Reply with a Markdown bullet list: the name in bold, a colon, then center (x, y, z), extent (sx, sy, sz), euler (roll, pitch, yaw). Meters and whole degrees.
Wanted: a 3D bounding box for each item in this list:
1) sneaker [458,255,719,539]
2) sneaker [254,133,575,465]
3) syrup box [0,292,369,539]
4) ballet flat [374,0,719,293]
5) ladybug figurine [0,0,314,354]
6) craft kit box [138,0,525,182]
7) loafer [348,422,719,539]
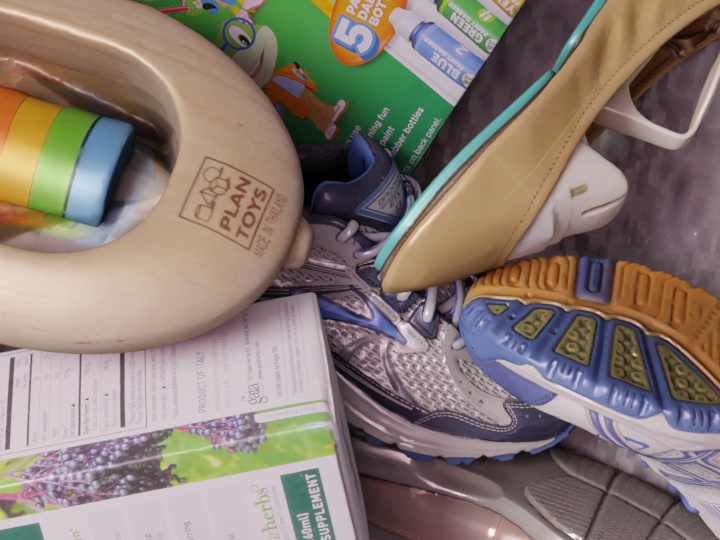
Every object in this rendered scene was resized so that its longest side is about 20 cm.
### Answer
- **sneaker**: center (0.125, 0.061, 0.890), extent (0.199, 0.075, 0.088), euler (19, 134, 1)
- **sneaker**: center (0.000, 0.000, 0.914), extent (0.200, 0.077, 0.085), euler (27, 127, -1)
- **syrup box**: center (-0.102, 0.077, 0.865), extent (0.199, 0.082, 0.079), euler (-11, 125, 1)
- **ballet flat**: center (0.085, -0.055, 0.888), extent (0.063, 0.069, 0.200), euler (38, 69, 5)
- **ladybug figurine**: center (-0.112, -0.032, 0.856), extent (0.199, 0.072, 0.136), euler (20, 66, 6)
- **craft kit box**: center (-0.024, -0.148, 0.894), extent (0.197, 0.049, 0.200), euler (32, 125, -1)
- **loafer**: center (0.053, 0.100, 0.938), extent (0.200, 0.072, 0.063), euler (23, 116, 15)
